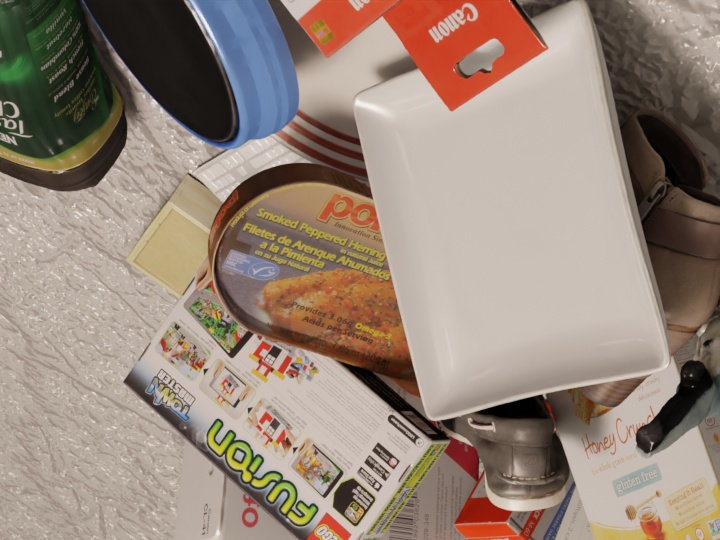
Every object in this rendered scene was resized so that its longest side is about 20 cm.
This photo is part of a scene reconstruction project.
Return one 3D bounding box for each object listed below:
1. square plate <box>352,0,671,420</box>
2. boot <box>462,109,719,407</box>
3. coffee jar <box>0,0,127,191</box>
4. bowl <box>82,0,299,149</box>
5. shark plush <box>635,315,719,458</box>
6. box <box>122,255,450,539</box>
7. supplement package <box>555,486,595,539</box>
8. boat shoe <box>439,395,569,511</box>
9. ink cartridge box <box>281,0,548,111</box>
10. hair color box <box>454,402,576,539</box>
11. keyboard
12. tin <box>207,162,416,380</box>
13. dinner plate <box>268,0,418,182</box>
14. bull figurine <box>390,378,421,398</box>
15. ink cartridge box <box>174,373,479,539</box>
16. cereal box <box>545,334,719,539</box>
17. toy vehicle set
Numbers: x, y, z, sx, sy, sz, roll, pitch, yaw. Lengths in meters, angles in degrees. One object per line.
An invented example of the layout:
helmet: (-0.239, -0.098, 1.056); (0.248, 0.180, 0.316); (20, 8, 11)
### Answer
square plate: (0.084, -0.028, 1.142); (0.200, 0.028, 0.198); (-18, 84, 51)
boot: (0.133, -0.026, 1.168); (0.200, 0.070, 0.146); (48, 126, 39)
coffee jar: (-0.222, -0.140, 1.355); (0.104, 0.085, 0.200); (18, 149, 24)
bowl: (-0.113, -0.157, 1.193); (0.201, 0.039, 0.201); (47, 161, 21)
shark plush: (0.231, 0.058, 1.131); (0.091, 0.200, 0.083); (-14, 97, 41)
box: (-0.050, 0.090, 1.335); (0.200, 0.110, 0.035); (40, -167, 22)
supplement package: (0.247, 0.202, 1.339); (0.200, 0.152, 0.151); (6, 152, 39)
boat shoe: (0.090, 0.087, 1.292); (0.067, 0.200, 0.057); (-4, 107, -8)
ink cartridge box: (-0.002, -0.167, 1.084); (0.200, 0.050, 0.109); (52, 149, -5)
hair color box: (0.171, 0.197, 1.472); (0.200, 0.111, 0.064); (45, 149, -24)
keyboard: (-0.048, -0.072, 1.369); (0.056, 0.011, 0.200); (41, 150, -16)
tin: (0.000, 0.000, 1.289); (0.200, 0.042, 0.112); (19, 116, -24)
dinner plate: (-0.012, -0.126, 1.226); (0.200, 0.024, 0.200); (23, 147, 16)
bull figurine: (-0.005, 0.013, 1.402); (0.200, 0.065, 0.121); (33, 149, -4)
ink cartridge box: (-0.020, 0.138, 1.451); (0.200, 0.148, 0.086); (12, 162, -24)
cereal box: (0.165, 0.076, 1.242); (0.144, 0.039, 0.200); (-38, 68, 60)
toy vehicle set: (-0.070, 0.019, 1.518); (0.200, 0.027, 0.124); (36, 152, -7)
